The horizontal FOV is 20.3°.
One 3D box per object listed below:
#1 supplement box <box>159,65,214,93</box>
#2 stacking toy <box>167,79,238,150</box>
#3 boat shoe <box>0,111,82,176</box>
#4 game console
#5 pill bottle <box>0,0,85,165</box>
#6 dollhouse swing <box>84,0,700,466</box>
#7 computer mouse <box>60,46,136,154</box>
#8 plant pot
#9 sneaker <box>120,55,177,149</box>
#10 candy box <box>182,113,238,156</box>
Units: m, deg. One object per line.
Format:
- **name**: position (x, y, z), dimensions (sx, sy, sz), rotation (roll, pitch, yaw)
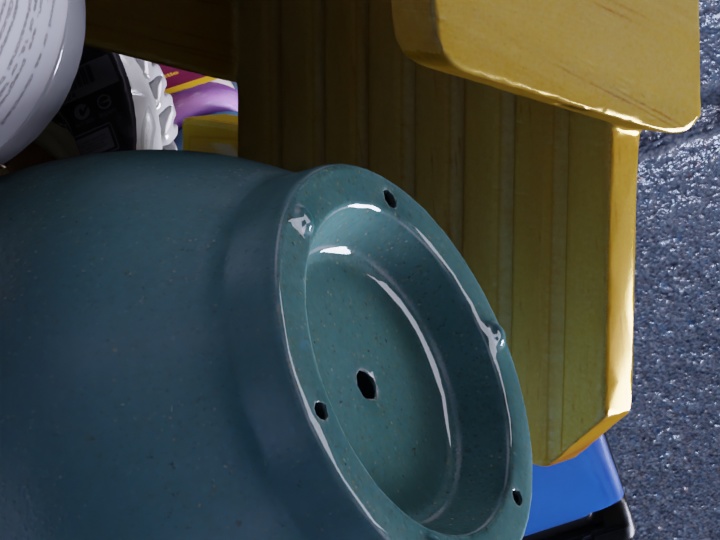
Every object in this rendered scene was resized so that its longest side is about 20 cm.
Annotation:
- **supplement box**: position (-0.131, -0.152, 0.858), dimensions (0.200, 0.086, 0.110), rotation (56, 18, -72)
- **stacking toy**: position (-0.042, -0.017, 0.924), dimensions (0.200, 0.085, 0.085), rotation (42, -15, 37)
- **boat shoe**: position (-0.108, 0.010, 0.711), dimensions (0.200, 0.076, 0.074), rotation (47, 29, -57)
- **game console**: position (0.012, 0.090, 0.911), dimensions (0.171, 0.200, 0.118), rotation (-96, 167, -66)
- **pill bottle**: position (-0.133, -0.072, 0.465), dimensions (0.200, 0.113, 0.113), rotation (7, 66, -83)
- **dollhouse swing**: position (-0.020, -0.041, 0.624), dimensions (0.182, 0.200, 0.176), rotation (9, 93, -47)
- **computer mouse**: position (-0.117, -0.123, 0.731), dimensions (0.046, 0.140, 0.200), rotation (32, -30, 58)
- **plant pot**: position (-0.037, 0.049, 0.561), dimensions (0.200, 0.134, 0.200), rotation (37, 41, -41)
- **sneaker**: position (-0.108, -0.029, 0.819), dimensions (0.081, 0.075, 0.200), rotation (-87, 160, -49)
- **candy box**: position (0.000, 0.000, 0.745), dimensions (0.200, 0.026, 0.102), rotation (11, -77, 49)
